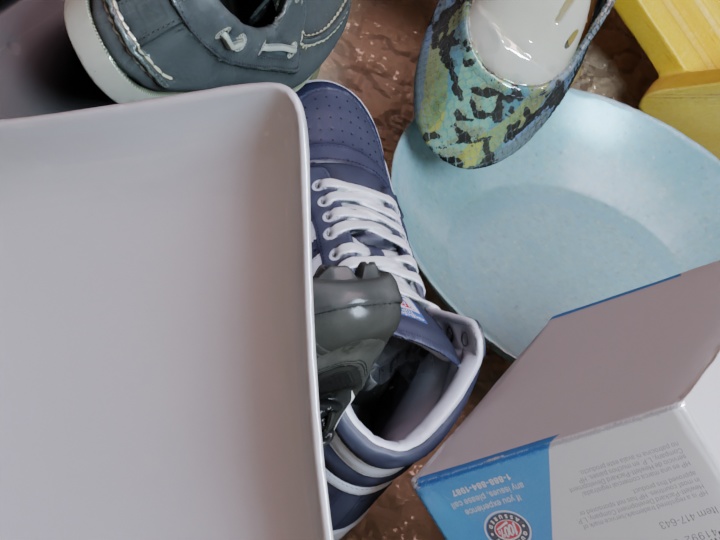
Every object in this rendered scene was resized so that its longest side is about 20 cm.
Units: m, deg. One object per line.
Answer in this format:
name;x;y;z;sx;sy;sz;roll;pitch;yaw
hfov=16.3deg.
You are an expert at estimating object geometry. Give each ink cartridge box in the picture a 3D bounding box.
ink cartridge box;0.140;0.115;0.945;0.201;0.128;0.125;59;41;-13

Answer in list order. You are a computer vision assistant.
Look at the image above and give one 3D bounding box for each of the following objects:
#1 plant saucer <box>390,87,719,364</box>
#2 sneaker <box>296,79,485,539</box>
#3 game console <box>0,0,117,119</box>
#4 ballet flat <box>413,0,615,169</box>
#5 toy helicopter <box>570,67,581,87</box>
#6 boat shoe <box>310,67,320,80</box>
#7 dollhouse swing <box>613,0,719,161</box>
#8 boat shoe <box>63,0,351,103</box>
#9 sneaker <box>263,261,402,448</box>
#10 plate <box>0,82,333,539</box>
plant saucer;0.101;-0.002;1.116;0.200;0.039;0.202;14;42;-13
sneaker;0.000;0.000;0.996;0.070;0.108;0.201;10;64;-20
game console;-0.178;-0.036;0.980;0.200;0.116;0.176;-37;95;-23
ballet flat;0.087;-0.136;1.106;0.074;0.074;0.201;29;68;0
toy helicopter;0.050;-0.159;1.192;0.132;0.079;0.201;5;49;-52
boat shoe;-0.085;-0.047;1.057;0.068;0.075;0.200;16;48;19
dollhouse swing;0.221;-0.162;1.211;0.200;0.181;0.177;-49;123;-43
boat shoe;-0.041;-0.107;0.987;0.073;0.062;0.200;61;27;2
sneaker;-0.037;0.065;0.905;0.066;0.200;0.091;-5;70;-35
plate;-0.088;0.045;0.857;0.032;0.198;0.202;-4;89;-57
